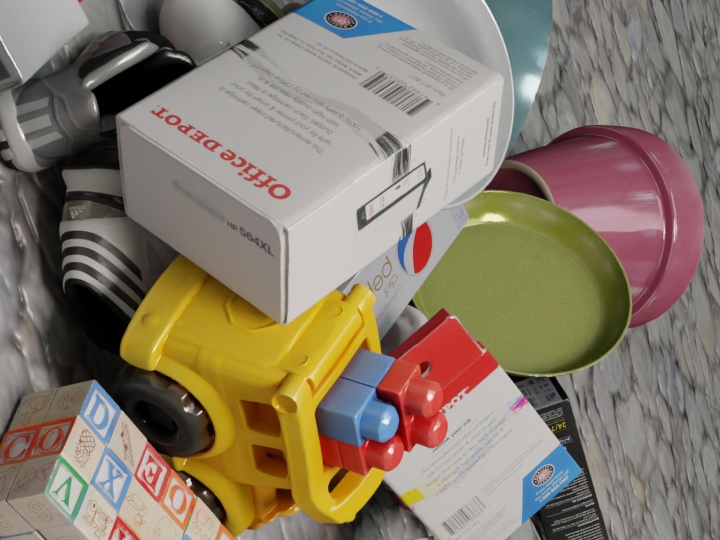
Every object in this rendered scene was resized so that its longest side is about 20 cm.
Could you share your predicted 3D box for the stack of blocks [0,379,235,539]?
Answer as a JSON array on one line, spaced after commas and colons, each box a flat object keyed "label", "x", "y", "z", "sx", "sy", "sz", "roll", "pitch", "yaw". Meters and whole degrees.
[{"label": "stack of blocks", "x": -0.145, "y": 0.177, "z": 1.033, "sx": 0.200, "sy": 0.058, "sz": 0.115, "roll": 55, "pitch": 35, "yaw": -33}]

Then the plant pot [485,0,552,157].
[{"label": "plant pot", "x": 0.056, "y": -0.178, "z": 1.444, "sx": 0.134, "sy": 0.200, "sz": 0.201, "roll": 18, "pitch": 55, "yaw": -17}]

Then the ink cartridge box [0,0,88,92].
[{"label": "ink cartridge box", "x": -0.233, "y": -0.235, "z": 1.075, "sx": 0.200, "sy": 0.043, "sz": 0.174, "roll": 63, "pitch": 33, "yaw": -23}]

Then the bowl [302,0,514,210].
[{"label": "bowl", "x": 0.013, "y": -0.135, "z": 1.260, "sx": 0.201, "sy": 0.090, "sz": 0.202, "roll": 10, "pitch": 75, "yaw": -40}]

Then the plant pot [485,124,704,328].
[{"label": "plant pot", "x": 0.192, "y": -0.039, "z": 1.611, "sx": 0.179, "sy": 0.200, "sz": 0.201, "roll": -2, "pitch": 79, "yaw": -44}]

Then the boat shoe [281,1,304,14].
[{"label": "boat shoe", "x": -0.018, "y": -0.120, "z": 1.361, "sx": 0.063, "sy": 0.073, "sz": 0.201, "roll": -26, "pitch": 110, "yaw": -38}]

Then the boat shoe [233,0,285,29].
[{"label": "boat shoe", "x": -0.065, "y": -0.114, "z": 1.287, "sx": 0.200, "sy": 0.073, "sz": 0.065, "roll": 67, "pitch": 25, "yaw": -17}]

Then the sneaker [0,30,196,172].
[{"label": "sneaker", "x": -0.141, "y": -0.119, "z": 1.110, "sx": 0.200, "sy": 0.115, "sz": 0.075, "roll": -45, "pitch": 117, "yaw": -57}]

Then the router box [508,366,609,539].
[{"label": "router box", "x": 0.153, "y": 0.149, "z": 1.477, "sx": 0.200, "sy": 0.052, "sz": 0.158, "roll": -112, "pitch": -176, "yaw": -70}]

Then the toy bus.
[{"label": "toy bus", "x": -0.037, "y": 0.093, "z": 1.076, "sx": 0.136, "sy": 0.192, "sz": 0.200, "roll": -55, "pitch": 151, "yaw": -38}]

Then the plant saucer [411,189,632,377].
[{"label": "plant saucer", "x": 0.130, "y": 0.016, "z": 1.445, "sx": 0.031, "sy": 0.199, "sz": 0.200, "roll": 107, "pitch": -2, "yaw": -49}]

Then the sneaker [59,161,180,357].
[{"label": "sneaker", "x": -0.133, "y": 0.008, "z": 1.138, "sx": 0.200, "sy": 0.075, "sz": 0.116, "roll": 22, "pitch": 72, "yaw": -54}]

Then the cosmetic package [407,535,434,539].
[{"label": "cosmetic package", "x": 0.011, "y": 0.298, "z": 1.227, "sx": 0.103, "sy": 0.087, "sz": 0.201, "roll": 3, "pitch": 75, "yaw": -59}]

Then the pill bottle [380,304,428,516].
[{"label": "pill bottle", "x": 0.052, "y": 0.127, "z": 1.351, "sx": 0.200, "sy": 0.110, "sz": 0.111, "roll": 52, "pitch": 37, "yaw": -36}]

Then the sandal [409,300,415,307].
[{"label": "sandal", "x": 0.069, "y": 0.072, "z": 1.462, "sx": 0.200, "sy": 0.054, "sz": 0.082, "roll": 61, "pitch": 32, "yaw": -25}]

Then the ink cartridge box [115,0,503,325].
[{"label": "ink cartridge box", "x": -0.031, "y": -0.077, "z": 1.057, "sx": 0.200, "sy": 0.146, "sz": 0.084, "roll": -36, "pitch": 146, "yaw": -33}]

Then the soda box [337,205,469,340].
[{"label": "soda box", "x": 0.000, "y": 0.000, "z": 1.292, "sx": 0.200, "sy": 0.068, "sz": 0.064, "roll": -52, "pitch": 132, "yaw": -33}]

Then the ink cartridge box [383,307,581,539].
[{"label": "ink cartridge box", "x": 0.060, "y": 0.112, "z": 1.234, "sx": 0.200, "sy": 0.116, "sz": 0.067, "roll": 51, "pitch": -2, "yaw": -37}]

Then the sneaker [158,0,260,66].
[{"label": "sneaker", "x": -0.083, "y": -0.114, "z": 1.211, "sx": 0.200, "sy": 0.075, "sz": 0.088, "roll": 64, "pitch": 1, "yaw": -1}]
